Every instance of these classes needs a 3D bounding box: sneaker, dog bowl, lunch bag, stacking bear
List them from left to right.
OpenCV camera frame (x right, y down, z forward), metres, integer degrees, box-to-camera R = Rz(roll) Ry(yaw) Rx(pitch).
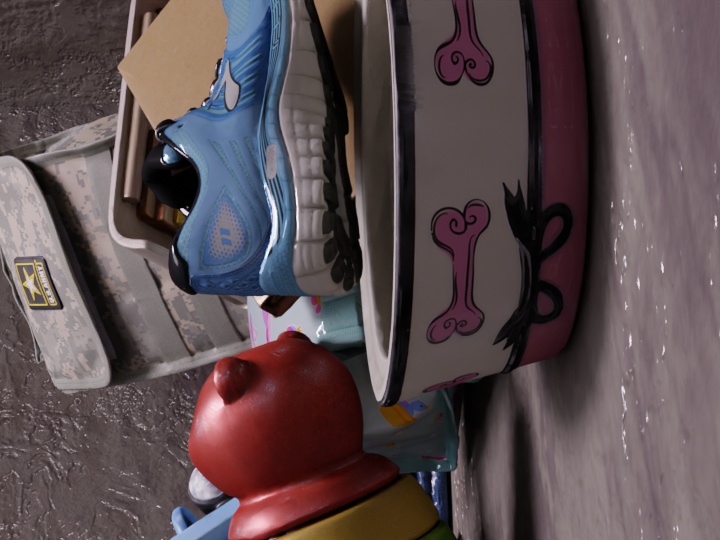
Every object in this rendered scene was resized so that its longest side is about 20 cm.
[{"bbox_3d":[-0.146,-0.017,1.267,0.118,0.199,0.165,-47,-61,-66],"label":"lunch bag"},{"bbox_3d":[-0.054,-0.067,0.848,0.201,0.089,0.079,-95,-10,-47],"label":"sneaker"},{"bbox_3d":[-0.013,0.127,0.881,0.121,0.113,0.201,-24,-89,-52],"label":"stacking bear"},{"bbox_3d":[0.000,0.000,1.016,0.200,0.121,0.171,86,-178,-66],"label":"lunch bag"},{"bbox_3d":[0.040,-0.048,0.777,0.200,0.073,0.201,178,90,-86],"label":"dog bowl"}]

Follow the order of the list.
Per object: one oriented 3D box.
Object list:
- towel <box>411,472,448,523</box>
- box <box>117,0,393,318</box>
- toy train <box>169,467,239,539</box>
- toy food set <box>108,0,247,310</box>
[{"bbox_3d":[0.021,0.132,1.242,0.200,0.048,0.112,111,156,-78],"label":"towel"},{"bbox_3d":[-0.031,-0.099,0.950,0.164,0.021,0.200,-48,47,16],"label":"box"},{"bbox_3d":[-0.021,0.176,1.012,0.200,0.087,0.114,55,-178,-38],"label":"toy train"},{"bbox_3d":[-0.069,-0.075,1.150,0.143,0.060,0.201,28,-125,-43],"label":"toy food set"}]
